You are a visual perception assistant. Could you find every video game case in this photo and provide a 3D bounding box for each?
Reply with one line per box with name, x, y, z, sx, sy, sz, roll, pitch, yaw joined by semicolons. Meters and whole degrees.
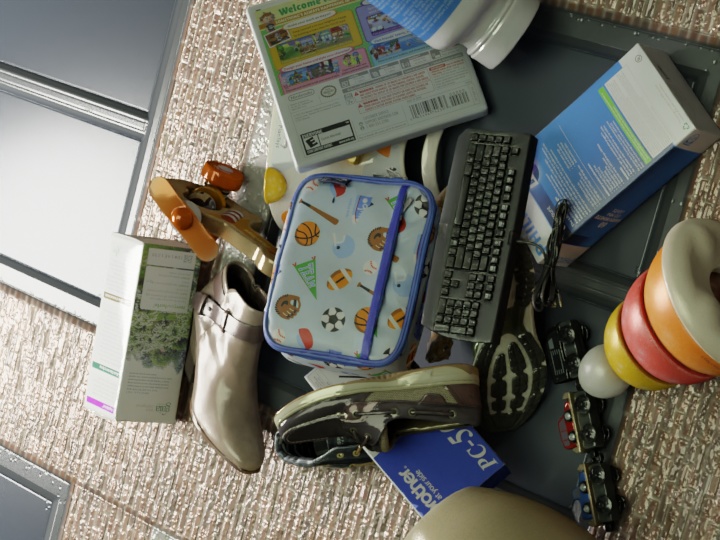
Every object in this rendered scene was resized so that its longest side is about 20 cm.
video game case;0.005;-0.209;1.754;0.199;0.022;0.183;-18;74;-2

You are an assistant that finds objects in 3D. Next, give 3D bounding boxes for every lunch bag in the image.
lunch bag;0.000;0.000;1.691;0.159;0.076;0.201;8;75;20

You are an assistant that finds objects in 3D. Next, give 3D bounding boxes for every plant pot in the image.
plant pot;0.113;0.275;1.593;0.135;0.200;0.201;49;115;23

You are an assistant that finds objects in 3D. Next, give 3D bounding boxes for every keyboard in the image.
keyboard;0.131;-0.030;1.613;0.126;0.021;0.201;8;79;17

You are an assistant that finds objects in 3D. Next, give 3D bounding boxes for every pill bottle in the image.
pill bottle;0.067;-0.281;1.674;0.200;0.112;0.112;35;113;-9

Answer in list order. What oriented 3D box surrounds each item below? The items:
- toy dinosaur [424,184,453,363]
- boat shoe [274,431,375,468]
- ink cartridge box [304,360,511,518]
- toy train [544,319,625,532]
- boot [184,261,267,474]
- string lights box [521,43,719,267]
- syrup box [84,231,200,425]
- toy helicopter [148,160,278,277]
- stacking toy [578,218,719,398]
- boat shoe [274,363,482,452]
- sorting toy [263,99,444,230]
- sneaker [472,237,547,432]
toy dinosaur;0.065;-0.009;1.756;0.106;0.060;0.201;1;90;11
boat shoe;0.012;0.163;1.751;0.200;0.091;0.071;-18;76;35
ink cartridge box;0.044;0.148;1.691;0.094;0.044;0.200;-40;67;-3
toy train;0.206;0.146;1.641;0.046;0.034;0.201;-21;75;38
boot;-0.130;0.095;1.864;0.200;0.070;0.147;55;131;37
string lights box;0.223;-0.104;1.628;0.200;0.059;0.103;-42;64;28
syrup box;-0.241;0.065;1.945;0.081;0.078;0.201;16;97;53
toy helicopter;-0.142;-0.046;1.855;0.200;0.132;0.079;36;108;33
stacking toy;0.262;0.057;1.554;0.200;0.146;0.147;-36;66;42
boat shoe;0.017;0.137;1.640;0.199;0.072;0.065;-13;68;7
sorting toy;0.004;-0.126;1.789;0.179;0.107;0.201;7;92;18
sneaker;0.135;0.055;1.691;0.076;0.089;0.201;-2;105;-4
